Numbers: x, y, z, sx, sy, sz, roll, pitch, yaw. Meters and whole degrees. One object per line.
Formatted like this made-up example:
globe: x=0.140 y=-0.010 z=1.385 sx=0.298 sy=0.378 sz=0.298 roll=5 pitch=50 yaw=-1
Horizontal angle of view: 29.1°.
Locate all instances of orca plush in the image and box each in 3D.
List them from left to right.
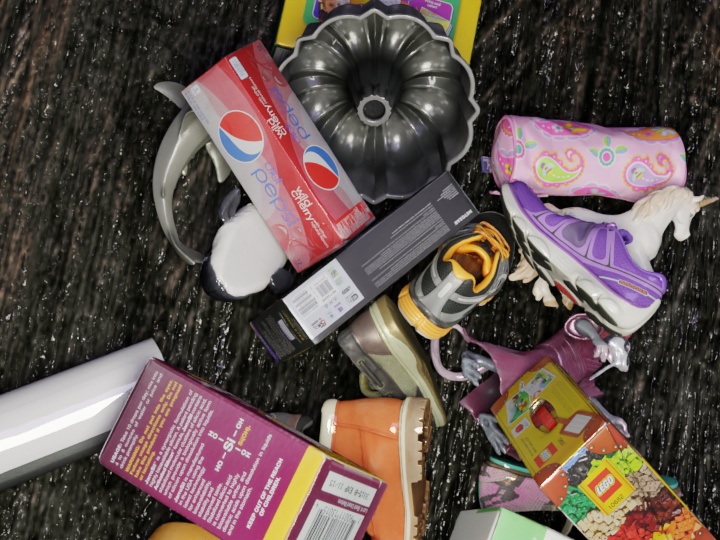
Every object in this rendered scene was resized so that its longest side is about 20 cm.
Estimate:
orca plush: x=-0.110 y=-0.037 z=1.320 sx=0.105 sy=0.071 sz=0.202 roll=43 pitch=45 yaw=-30

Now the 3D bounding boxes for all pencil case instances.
pencil case: x=0.227 y=-0.109 z=1.406 sx=0.197 sy=0.087 sz=0.089 roll=2 pitch=76 yaw=-12

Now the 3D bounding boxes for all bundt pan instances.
bundt pan: x=0.014 y=-0.170 z=1.333 sx=0.199 sy=0.204 sz=0.076 roll=15 pitch=32 yaw=-8

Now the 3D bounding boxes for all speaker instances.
speaker: x=-0.262 y=0.130 z=1.238 sx=0.198 sy=0.081 sz=0.082 roll=-21 pitch=81 yaw=-17

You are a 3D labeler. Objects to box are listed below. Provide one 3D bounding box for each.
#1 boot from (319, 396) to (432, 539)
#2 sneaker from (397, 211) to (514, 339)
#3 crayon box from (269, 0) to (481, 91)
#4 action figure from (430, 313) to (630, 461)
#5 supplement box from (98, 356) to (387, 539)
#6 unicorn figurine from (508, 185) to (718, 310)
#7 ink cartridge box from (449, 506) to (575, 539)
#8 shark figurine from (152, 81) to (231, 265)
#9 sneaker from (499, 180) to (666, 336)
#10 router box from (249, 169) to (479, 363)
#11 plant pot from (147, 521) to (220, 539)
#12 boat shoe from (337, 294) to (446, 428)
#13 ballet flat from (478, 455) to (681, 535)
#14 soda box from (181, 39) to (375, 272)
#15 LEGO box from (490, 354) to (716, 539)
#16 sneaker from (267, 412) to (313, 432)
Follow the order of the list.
boot: x=0.010 y=0.202 z=1.263 sx=0.105 sy=0.075 sz=0.203 roll=3 pitch=114 yaw=10
sneaker: x=0.109 y=-0.008 z=1.326 sx=0.078 sy=0.077 sz=0.200 roll=41 pitch=38 yaw=0
crayon box: x=0.020 y=-0.271 z=1.412 sx=0.197 sy=0.058 sz=0.175 roll=15 pitch=73 yaw=-9
action figure: x=0.186 y=0.098 z=1.357 sx=0.198 sy=0.136 sz=0.148 roll=-25 pitch=40 yaw=-29
supplement box: x=-0.098 y=0.170 z=1.172 sx=0.198 sy=0.131 sz=0.104 roll=24 pitch=85 yaw=29
unicorn figurine: x=0.253 y=-0.023 z=1.368 sx=0.197 sy=0.074 sz=0.140 roll=10 pitch=89 yaw=1
ink cartridge box: x=0.181 y=0.294 z=1.262 sx=0.198 sy=0.146 sz=0.085 roll=25 pitch=74 yaw=-5
shark figurine: x=-0.161 y=-0.115 z=1.320 sx=0.127 sy=0.090 sz=0.217 roll=25 pitch=70 yaw=-4
sneaker: x=0.210 y=-0.021 z=1.318 sx=0.083 sy=0.081 sz=0.200 roll=-40 pitch=60 yaw=-8
router box: x=0.000 y=0.000 z=1.287 sx=0.199 sy=0.157 sz=0.052 roll=-38 pitch=91 yaw=-18
plant pot: x=-0.154 y=0.324 z=1.168 sx=0.198 sy=0.201 sz=0.185 roll=28 pitch=56 yaw=-4
boat shoe: x=0.028 y=0.092 z=1.270 sx=0.065 sy=0.201 sz=0.072 roll=-22 pitch=56 yaw=4
ballet flat: x=0.207 y=0.224 z=1.335 sx=0.197 sy=0.069 sz=0.072 roll=7 pitch=93 yaw=-7
soda box: x=-0.075 y=-0.105 z=1.279 sx=0.201 sy=0.070 sz=0.063 roll=57 pitch=37 yaw=-5
LEGO box: x=0.203 y=0.174 z=1.190 sx=0.077 sy=0.200 sz=0.149 roll=-43 pitch=103 yaw=4
sneaker: x=-0.053 y=0.223 z=1.267 sx=0.081 sy=0.077 sz=0.203 roll=-6 pitch=78 yaw=-20
